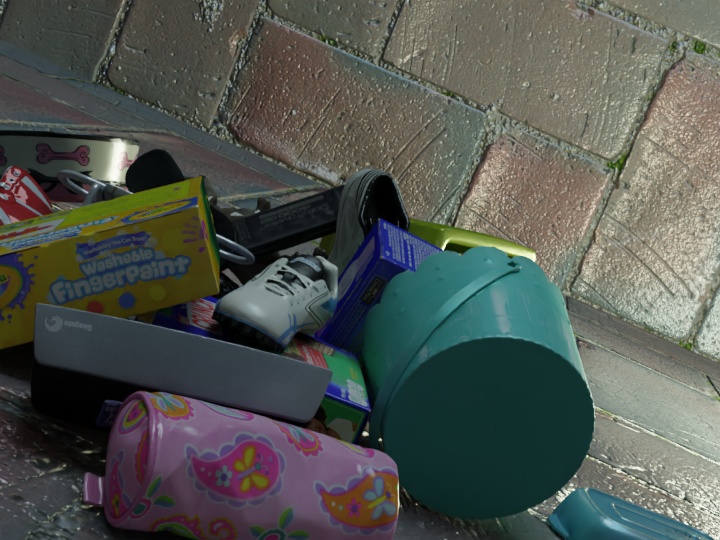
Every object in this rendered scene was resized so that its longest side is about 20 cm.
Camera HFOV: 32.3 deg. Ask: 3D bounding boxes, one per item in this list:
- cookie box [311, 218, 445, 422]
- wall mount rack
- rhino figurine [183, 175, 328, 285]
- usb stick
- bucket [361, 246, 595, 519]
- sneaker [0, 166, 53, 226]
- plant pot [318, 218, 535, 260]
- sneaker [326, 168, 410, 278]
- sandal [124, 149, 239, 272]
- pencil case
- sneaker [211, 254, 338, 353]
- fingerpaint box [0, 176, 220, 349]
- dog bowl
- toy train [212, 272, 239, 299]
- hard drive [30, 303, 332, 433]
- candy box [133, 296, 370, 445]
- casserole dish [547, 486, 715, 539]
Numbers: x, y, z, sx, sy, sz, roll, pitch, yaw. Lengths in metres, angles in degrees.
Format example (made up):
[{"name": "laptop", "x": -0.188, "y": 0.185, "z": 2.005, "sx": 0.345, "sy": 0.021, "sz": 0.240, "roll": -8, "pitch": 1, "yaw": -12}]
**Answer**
[{"name": "cookie box", "x": 0.061, "y": 0.072, "z": 1.164, "sx": 0.198, "sy": 0.172, "sz": 0.076, "roll": 26, "pitch": 30, "yaw": -16}, {"name": "wall mount rack", "x": -0.204, "y": -0.015, "z": 1.173, "sx": 0.198, "sy": 0.075, "sz": 0.174, "roll": 24, "pitch": -15, "yaw": -3}, {"name": "rhino figurine", "x": -0.134, "y": -0.041, "z": 1.330, "sx": 0.199, "sy": 0.060, "sz": 0.087, "roll": 40, "pitch": 52, "yaw": 14}, {"name": "usb stick", "x": -0.060, "y": -0.050, "z": 1.276, "sx": 0.198, "sy": 0.033, "sz": 0.056, "roll": -18, "pitch": 46, "yaw": -7}, {"name": "bucket", "x": 0.098, "y": 0.098, "z": 1.053, "sx": 0.205, "sy": 0.209, "sz": 0.135, "roll": 21, "pitch": 23, "yaw": -14}, {"name": "sneaker", "x": -0.352, "y": -0.052, "z": 1.112, "sx": 0.199, "sy": 0.071, "sz": 0.113, "roll": 25, "pitch": 28, "yaw": -43}, {"name": "plant pot", "x": 0.049, "y": 0.036, "z": 1.368, "sx": 0.180, "sy": 0.201, "sz": 0.199, "roll": 21, "pitch": 6, "yaw": 37}, {"name": "sneaker", "x": 0.000, "y": 0.000, "z": 1.202, "sx": 0.075, "sy": 0.203, "sz": 0.115, "roll": 7, "pitch": 1, "yaw": -6}, {"name": "sandal", "x": -0.192, "y": -0.062, "z": 1.265, "sx": 0.200, "sy": 0.075, "sz": 0.048, "roll": 45, "pitch": -6, "yaw": 39}, {"name": "pencil case", "x": -0.071, "y": 0.137, "z": 0.790, "sx": 0.198, "sy": 0.088, "sz": 0.087, "roll": 17, "pitch": 10, "yaw": -31}, {"name": "sneaker", "x": -0.066, "y": 0.021, "z": 1.019, "sx": 0.071, "sy": 0.073, "sz": 0.200, "roll": 26, "pitch": 9, "yaw": 10}, {"name": "fingerpaint box", "x": -0.213, "y": -0.006, "z": 0.985, "sx": 0.197, "sy": 0.074, "sz": 0.167, "roll": -14, "pitch": 13, "yaw": -4}, {"name": "dog bowl", "x": -0.351, "y": -0.115, "z": 1.416, "sx": 0.197, "sy": 0.075, "sz": 0.200, "roll": 1, "pitch": 2, "yaw": 0}, {"name": "toy train", "x": -0.100, "y": 0.055, "z": 1.248, "sx": 0.199, "sy": 0.034, "sz": 0.046, "roll": 40, "pitch": 13, "yaw": 14}, {"name": "hard drive", "x": -0.129, "y": 0.083, "z": 0.849, "sx": 0.197, "sy": 0.043, "sz": 0.135, "roll": 14, "pitch": -28, "yaw": -10}, {"name": "candy box", "x": -0.099, "y": 0.086, "z": 1.032, "sx": 0.198, "sy": 0.078, "sz": 0.169, "roll": 21, "pitch": 9, "yaw": -8}, {"name": "casserole dish", "x": 0.268, "y": 0.251, "z": 1.139, "sx": 0.198, "sy": 0.039, "sz": 0.121, "roll": 23, "pitch": 9, "yaw": -10}]
